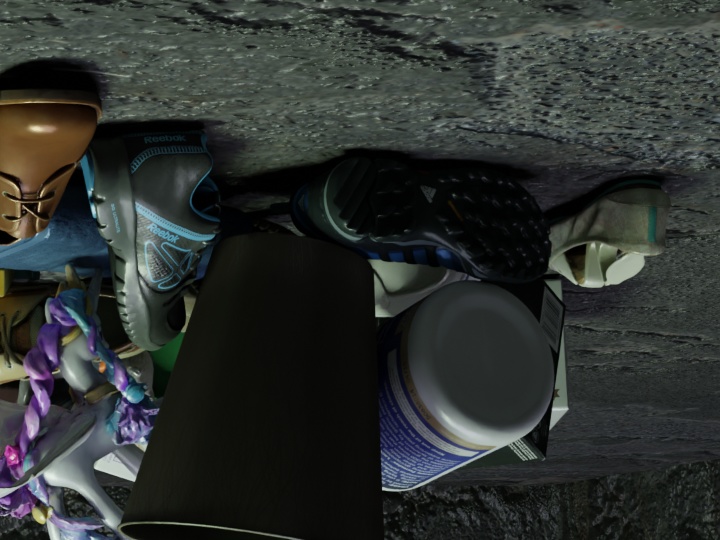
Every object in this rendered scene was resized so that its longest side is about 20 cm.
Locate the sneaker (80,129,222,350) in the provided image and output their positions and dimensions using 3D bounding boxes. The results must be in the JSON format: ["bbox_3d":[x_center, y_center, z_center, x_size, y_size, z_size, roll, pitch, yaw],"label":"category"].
[{"bbox_3d":[-0.123,-0.016,1.332,0.081,0.074,0.201,-13,149,-5],"label":"sneaker"}]

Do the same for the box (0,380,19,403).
[{"bbox_3d":[-0.398,0.124,1.702,0.165,0.165,0.199,31,-171,32],"label":"box"}]

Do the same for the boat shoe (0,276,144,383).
[{"bbox_3d":[-0.236,0.041,1.490,0.198,0.076,0.074,-13,-177,-7],"label":"boat shoe"}]

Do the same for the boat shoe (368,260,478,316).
[{"bbox_3d":[0.000,0.000,1.600,0.199,0.072,0.070,-3,175,38],"label":"boat shoe"}]

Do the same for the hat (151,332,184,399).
[{"bbox_3d":[-0.131,0.008,1.725,0.165,0.177,0.200,9,-157,-47],"label":"hat"}]

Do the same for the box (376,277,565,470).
[{"bbox_3d":[0.045,0.071,1.678,0.198,0.150,0.124,-10,142,31],"label":"box"}]

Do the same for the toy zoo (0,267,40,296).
[{"bbox_3d":[-0.325,-0.002,1.479,0.198,0.021,0.131,-1,-170,-15],"label":"toy zoo"}]

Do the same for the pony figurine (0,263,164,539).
[{"bbox_3d":[-0.203,0.122,1.424,0.166,0.201,0.193,6,-139,44],"label":"pony figurine"}]

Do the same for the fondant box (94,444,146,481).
[{"bbox_3d":[-0.132,0.137,1.760,0.198,0.059,0.145,20,-161,-21],"label":"fondant box"}]

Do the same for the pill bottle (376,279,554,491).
[{"bbox_3d":[0.039,0.091,1.484,0.115,0.117,0.200,3,159,-31],"label":"pill bottle"}]

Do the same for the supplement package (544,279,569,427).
[{"bbox_3d":[0.122,0.084,1.933,0.120,0.121,0.200,-2,170,-2],"label":"supplement package"}]

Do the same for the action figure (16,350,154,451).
[{"bbox_3d":[-0.245,0.066,1.566,0.192,0.106,0.200,13,-151,16],"label":"action figure"}]

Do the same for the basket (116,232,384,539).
[{"bbox_3d":[-0.057,0.088,1.394,0.178,0.202,0.136,10,163,-6],"label":"basket"}]

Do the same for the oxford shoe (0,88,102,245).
[{"bbox_3d":[-0.188,-0.059,1.208,0.071,0.072,0.200,1,167,-15],"label":"oxford shoe"}]

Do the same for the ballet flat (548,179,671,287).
[{"bbox_3d":[0.175,-0.017,1.565,0.067,0.063,0.200,-1,169,-13],"label":"ballet flat"}]

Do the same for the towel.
[{"bbox_3d":[-0.177,-0.028,1.434,0.199,0.049,0.111,6,166,-40],"label":"towel"}]

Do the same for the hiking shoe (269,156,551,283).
[{"bbox_3d":[0.043,-0.037,1.429,0.199,0.075,0.086,16,168,-34],"label":"hiking shoe"}]

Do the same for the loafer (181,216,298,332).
[{"bbox_3d":[-0.105,0.009,1.557,0.199,0.077,0.067,1,151,39],"label":"loafer"}]
